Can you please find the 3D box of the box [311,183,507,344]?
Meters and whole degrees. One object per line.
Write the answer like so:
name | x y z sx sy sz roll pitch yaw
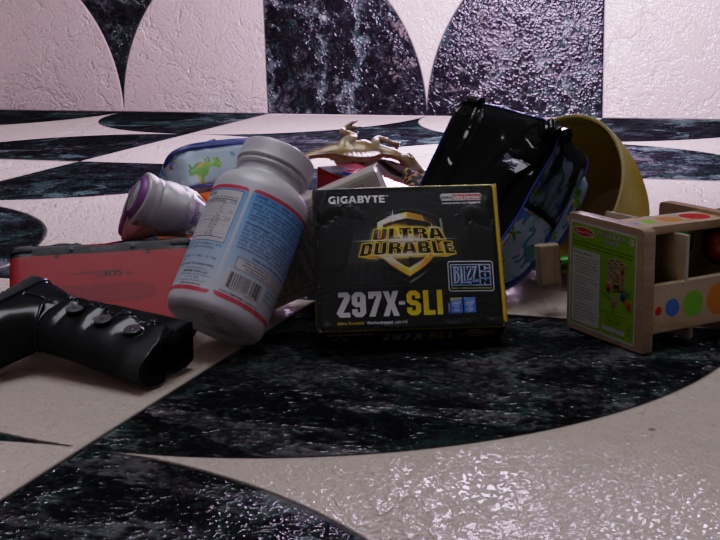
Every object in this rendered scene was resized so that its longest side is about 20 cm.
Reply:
box | 0.049 -0.008 1.292 0.197 0.162 0.049 -1 -19 -2

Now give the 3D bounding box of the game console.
game console | -0.282 0.023 1.370 0.197 0.174 0.119 -4 -26 -8

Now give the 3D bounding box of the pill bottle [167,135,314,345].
pill bottle | -0.119 -0.033 1.286 0.107 0.202 0.109 18 -19 7

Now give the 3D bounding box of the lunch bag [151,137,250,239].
lunch bag | -0.203 -0.098 1.676 0.159 0.083 0.200 -10 -24 -27

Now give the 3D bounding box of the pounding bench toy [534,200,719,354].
pounding bench toy | 0.300 -0.006 1.323 0.154 0.126 0.199 -8 14 -27

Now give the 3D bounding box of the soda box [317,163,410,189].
soda box | 0.011 -0.087 1.592 0.063 0.071 0.200 -7 19 -26

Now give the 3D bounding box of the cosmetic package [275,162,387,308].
cosmetic package | -0.052 -0.035 1.396 0.198 0.104 0.087 -22 9 7

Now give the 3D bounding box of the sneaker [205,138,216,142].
sneaker | -0.183 -0.122 1.839 0.199 0.148 0.077 -2 11 -8

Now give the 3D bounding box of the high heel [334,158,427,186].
high heel | 0.024 -0.126 1.702 0.141 0.072 0.200 16 11 -1

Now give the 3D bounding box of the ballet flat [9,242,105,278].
ballet flat | -0.332 -0.002 1.476 0.198 0.073 0.072 3 14 23

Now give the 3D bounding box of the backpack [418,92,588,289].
backpack | 0.164 -0.079 1.468 0.182 0.201 0.147 26 -6 47

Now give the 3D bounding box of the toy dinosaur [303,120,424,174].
toy dinosaur | -0.016 -0.157 1.602 0.197 0.059 0.101 0 17 -1

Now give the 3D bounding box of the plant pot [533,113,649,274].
plant pot | 0.287 -0.077 1.559 0.141 0.202 0.199 23 -6 -41

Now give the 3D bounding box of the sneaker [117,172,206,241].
sneaker | -0.228 -0.061 1.437 0.098 0.076 0.200 17 -5 -15

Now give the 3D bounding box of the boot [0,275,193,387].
boot | -0.282 0.078 1.187 0.198 0.066 0.165 18 39 21

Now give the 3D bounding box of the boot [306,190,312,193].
boot | -0.014 -0.059 1.729 0.201 0.074 0.154 5 21 6

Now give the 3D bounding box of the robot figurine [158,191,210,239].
robot figurine | -0.170 -0.045 1.567 0.198 0.117 0.144 -10 47 -31
